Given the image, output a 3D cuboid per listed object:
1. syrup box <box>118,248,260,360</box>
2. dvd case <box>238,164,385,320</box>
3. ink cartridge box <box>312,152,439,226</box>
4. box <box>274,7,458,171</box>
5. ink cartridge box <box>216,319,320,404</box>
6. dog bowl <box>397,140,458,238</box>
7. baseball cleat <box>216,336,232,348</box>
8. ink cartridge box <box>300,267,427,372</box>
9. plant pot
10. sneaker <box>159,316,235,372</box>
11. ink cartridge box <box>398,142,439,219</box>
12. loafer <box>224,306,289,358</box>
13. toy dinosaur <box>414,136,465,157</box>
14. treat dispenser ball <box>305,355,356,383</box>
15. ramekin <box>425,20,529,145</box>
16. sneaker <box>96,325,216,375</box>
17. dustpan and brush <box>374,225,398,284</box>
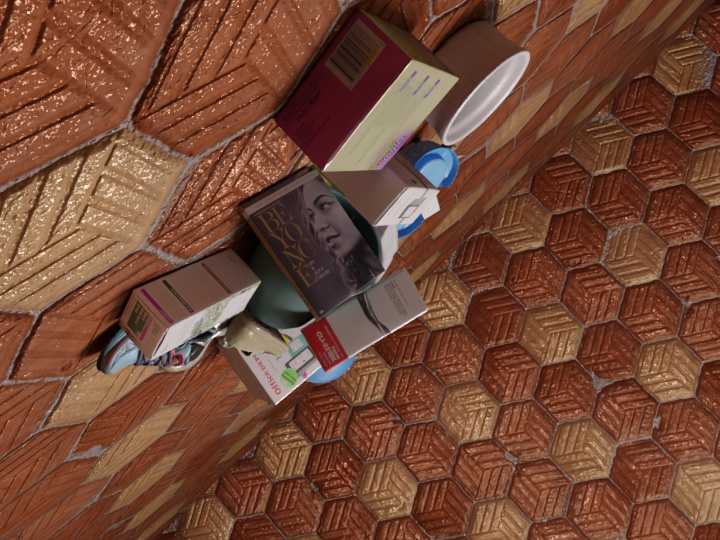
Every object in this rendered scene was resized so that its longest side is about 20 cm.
[{"bbox_3d":[-0.251,0.046,1.063,0.200,0.081,0.079,-29,161,-51],"label":"syrup box"},{"bbox_3d":[-0.068,-0.046,1.067,0.149,0.200,0.016,-35,180,-35],"label":"dvd case"},{"bbox_3d":[0.030,-0.150,1.165,0.084,0.146,0.200,-48,169,17],"label":"ink cartridge box"},{"bbox_3d":[0.014,-0.228,0.943,0.176,0.097,0.200,-48,167,22],"label":"box"},{"bbox_3d":[-0.167,0.156,1.495,0.200,0.147,0.146,-39,-164,-24],"label":"ink cartridge box"},{"bbox_3d":[0.094,-0.152,1.312,0.111,0.050,0.200,17,117,-45],"label":"dog bowl"},{"bbox_3d":[-0.211,0.064,1.368,0.200,0.070,0.106,-45,-176,33],"label":"baseball cleat"},{"bbox_3d":[0.004,0.083,1.212,0.199,0.084,0.144,-32,178,-5],"label":"ink cartridge box"},{"bbox_3d":[-0.096,-0.006,1.178,0.200,0.201,0.196,-34,173,-40],"label":"plant pot"},{"bbox_3d":[-0.272,0.089,1.210,0.200,0.075,0.088,-45,167,-46],"label":"sneaker"},{"bbox_3d":[0.048,-0.130,1.374,0.199,0.057,0.163,-29,141,-3],"label":"ink cartridge box"},{"bbox_3d":[-0.189,0.117,1.278,0.068,0.076,0.200,-36,156,0],"label":"loafer"},{"bbox_3d":[0.131,-0.203,1.446,0.077,0.102,0.200,-39,167,-20],"label":"toy dinosaur"},{"bbox_3d":[-0.105,0.179,1.779,0.201,0.201,0.201,-41,169,-10],"label":"treat dispenser ball"},{"bbox_3d":[0.178,-0.317,1.197,0.200,0.098,0.201,-42,169,-10],"label":"ramekin"},{"bbox_3d":[-0.300,0.108,1.082,0.200,0.096,0.079,-34,165,-42],"label":"sneaker"},{"bbox_3d":[0.000,0.000,1.282,0.201,0.057,0.140,-62,164,-22],"label":"dustpan and brush"}]
